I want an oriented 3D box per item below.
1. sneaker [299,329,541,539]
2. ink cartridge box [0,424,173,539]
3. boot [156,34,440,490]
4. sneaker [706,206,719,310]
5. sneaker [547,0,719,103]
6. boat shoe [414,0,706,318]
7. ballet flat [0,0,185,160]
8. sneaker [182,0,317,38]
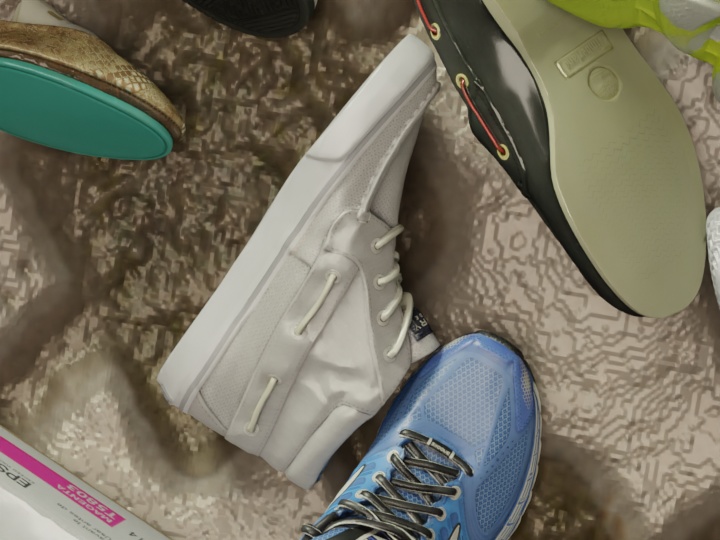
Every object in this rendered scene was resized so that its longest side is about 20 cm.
[{"bbox_3d":[0.019,0.118,1.093,0.078,0.089,0.200,26,83,9],"label":"sneaker"},{"bbox_3d":[-0.162,0.176,1.147,0.200,0.075,0.165,32,99,9],"label":"ink cartridge box"},{"bbox_3d":[0.000,0.000,1.116,0.095,0.074,0.200,35,107,2],"label":"boot"},{"bbox_3d":[0.227,0.049,1.067,0.114,0.075,0.201,-24,90,8],"label":"sneaker"},{"bbox_3d":[0.163,-0.132,1.068,0.200,0.076,0.105,29,66,-15],"label":"sneaker"},{"bbox_3d":[0.087,-0.070,1.095,0.074,0.063,0.202,-27,90,-30],"label":"boat shoe"},{"bbox_3d":[-0.173,-0.100,1.138,0.199,0.071,0.065,12,58,-4],"label":"ballet flat"},{"bbox_3d":[-0.076,-0.206,1.112,0.083,0.121,0.200,-13,132,41],"label":"sneaker"}]
